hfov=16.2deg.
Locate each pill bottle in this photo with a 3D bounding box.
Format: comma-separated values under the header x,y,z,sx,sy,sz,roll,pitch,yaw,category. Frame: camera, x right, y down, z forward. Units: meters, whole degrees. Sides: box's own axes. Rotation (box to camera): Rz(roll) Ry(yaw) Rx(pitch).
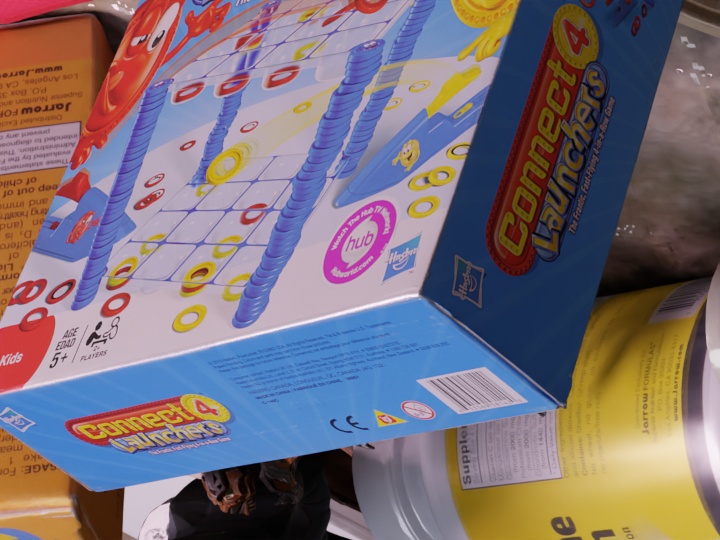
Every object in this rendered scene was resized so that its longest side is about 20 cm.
x,y,z,sx,sy,sz,roll,pitch,yaw,category
0.094,0.066,0.949,0.199,0.113,0.112,-12,139,45,pill bottle

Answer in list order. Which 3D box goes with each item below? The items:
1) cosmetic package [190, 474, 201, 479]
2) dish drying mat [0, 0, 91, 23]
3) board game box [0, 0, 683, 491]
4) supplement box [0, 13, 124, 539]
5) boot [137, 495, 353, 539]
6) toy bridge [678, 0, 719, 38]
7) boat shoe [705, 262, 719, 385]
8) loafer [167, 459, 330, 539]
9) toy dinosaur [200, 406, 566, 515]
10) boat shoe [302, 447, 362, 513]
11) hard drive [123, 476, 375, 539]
x,y,z,sx,sy,sz,roll,pitch,yaw,category
-0.131,0.003,0.981,0.198,0.106,0.071,14,142,13,cosmetic package
-0.166,-0.150,0.833,0.076,0.018,0.200,-8,143,44,dish drying mat
-0.004,-0.044,0.728,0.056,0.197,0.199,38,146,-31,board game box
-0.116,0.011,0.883,0.068,0.201,0.067,-8,147,7,supplement box
0.007,0.132,1.097,0.164,0.066,0.200,23,-169,12,boot
0.152,-0.047,0.803,0.199,0.027,0.067,34,149,-27,toy bridge
0.193,0.041,0.865,0.199,0.072,0.067,29,153,-36,boat shoe
-0.052,0.128,0.906,0.072,0.200,0.073,-5,100,21,loafer
0.000,0.000,0.864,0.135,0.103,0.201,4,141,-20,toy dinosaur
-0.048,0.049,1.050,0.199,0.072,0.076,20,152,0,boat shoe
-0.068,0.114,1.228,0.199,0.026,0.132,30,150,-20,hard drive
